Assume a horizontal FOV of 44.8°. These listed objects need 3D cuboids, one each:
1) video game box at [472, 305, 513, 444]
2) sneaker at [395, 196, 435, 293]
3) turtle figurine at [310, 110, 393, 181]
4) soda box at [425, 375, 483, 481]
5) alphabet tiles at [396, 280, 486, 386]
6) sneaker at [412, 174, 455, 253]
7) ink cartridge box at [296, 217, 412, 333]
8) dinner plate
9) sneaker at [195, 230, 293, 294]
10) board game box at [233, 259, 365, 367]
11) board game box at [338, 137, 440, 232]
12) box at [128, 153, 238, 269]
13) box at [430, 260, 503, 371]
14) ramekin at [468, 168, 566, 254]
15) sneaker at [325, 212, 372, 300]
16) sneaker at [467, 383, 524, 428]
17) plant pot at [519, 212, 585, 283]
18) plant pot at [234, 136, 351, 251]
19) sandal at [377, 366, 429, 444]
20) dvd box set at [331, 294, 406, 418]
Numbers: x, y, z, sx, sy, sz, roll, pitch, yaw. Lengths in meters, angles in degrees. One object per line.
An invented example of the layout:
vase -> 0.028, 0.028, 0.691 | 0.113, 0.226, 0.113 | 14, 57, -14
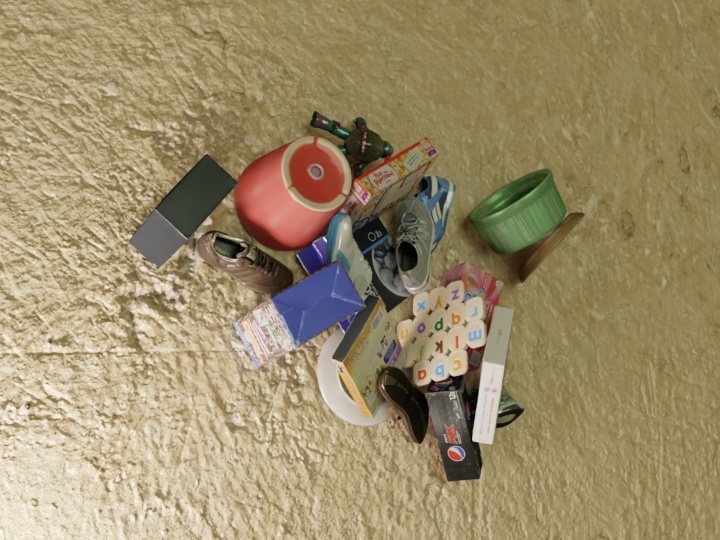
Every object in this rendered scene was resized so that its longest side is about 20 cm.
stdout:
video game box -> 0.255, 0.197, 1.674 | 0.046, 0.184, 0.201 | 7, 30, 11
sneaker -> 0.105, -0.061, 1.725 | 0.082, 0.074, 0.203 | 43, 38, -58
turtle figurine -> -0.007, -0.252, 1.766 | 0.197, 0.101, 0.152 | 11, 72, -19
soda box -> 0.182, 0.303, 1.680 | 0.063, 0.070, 0.203 | -57, 136, -63
alphabet tiles -> 0.155, 0.121, 1.692 | 0.015, 0.198, 0.198 | 35, 45, -44
sneaker -> 0.136, -0.112, 1.818 | 0.081, 0.074, 0.202 | 23, 63, -14
ink cartridge box -> 0.000, 0.000, 1.722 | 0.199, 0.043, 0.199 | -35, 95, -35
dinner plate -> 0.010, 0.199, 1.695 | 0.198, 0.024, 0.203 | 7, 74, -27
sneaker -> -0.205, -0.014, 1.608 | 0.198, 0.075, 0.071 | 23, 67, -20
board game box -> -0.112, 0.080, 1.559 | 0.158, 0.200, 0.098 | -29, 89, -31
board game box -> 0.049, -0.160, 1.687 | 0.199, 0.152, 0.046 | -34, 78, -34
box -> -0.309, -0.098, 1.504 | 0.079, 0.200, 0.142 | 40, 62, -12
box -> 0.204, 0.098, 1.781 | 0.102, 0.094, 0.202 | 28, 65, -18
ramekin -> 0.339, -0.121, 1.855 | 0.200, 0.199, 0.098 | -40, 103, -29
sneaker -> -0.021, -0.015, 1.628 | 0.080, 0.077, 0.203 | -5, 118, -8
sneaker -> 0.231, 0.276, 1.779 | 0.197, 0.077, 0.089 | -2, 45, -25
plant pot -> 0.405, -0.054, 1.873 | 0.027, 0.201, 0.200 | 43, 60, 10
plant pot -> -0.115, -0.154, 1.634 | 0.198, 0.177, 0.203 | 8, 73, -25
sandal -> 0.077, 0.256, 1.676 | 0.200, 0.054, 0.082 | 52, 52, -38
dvd box set -> 0.019, 0.161, 1.610 | 0.147, 0.029, 0.201 | -59, 146, -26
